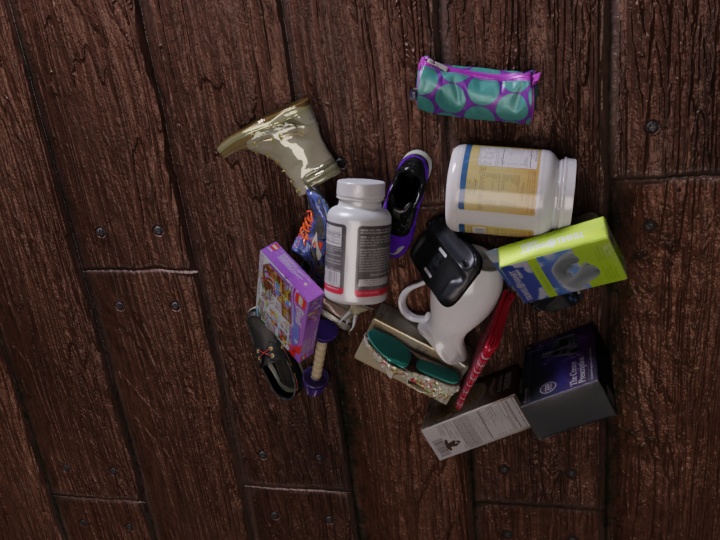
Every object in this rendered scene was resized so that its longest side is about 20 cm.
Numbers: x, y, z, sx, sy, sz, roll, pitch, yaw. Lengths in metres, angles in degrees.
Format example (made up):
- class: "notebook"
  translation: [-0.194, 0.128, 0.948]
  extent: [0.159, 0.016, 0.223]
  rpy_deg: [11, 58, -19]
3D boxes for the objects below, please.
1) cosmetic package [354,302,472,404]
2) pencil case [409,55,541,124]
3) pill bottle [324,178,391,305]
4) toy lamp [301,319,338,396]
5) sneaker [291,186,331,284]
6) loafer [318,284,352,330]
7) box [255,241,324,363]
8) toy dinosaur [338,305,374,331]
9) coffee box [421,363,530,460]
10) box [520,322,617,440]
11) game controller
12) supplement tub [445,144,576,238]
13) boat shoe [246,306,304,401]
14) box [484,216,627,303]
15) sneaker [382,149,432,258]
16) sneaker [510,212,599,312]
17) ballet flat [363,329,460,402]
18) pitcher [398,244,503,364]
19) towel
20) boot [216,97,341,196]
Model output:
- class: "cosmetic package"
  translation: [0.101, 0.158, 1.474]
  extent: [0.199, 0.073, 0.104]
  rpy_deg: [26, 117, 4]
- class: "pencil case"
  translation: [0.184, -0.291, 1.242]
  extent: [0.198, 0.086, 0.093]
  rpy_deg: [9, 145, 10]
- class: "pill bottle"
  translation: [-0.004, -0.051, 1.306]
  extent: [0.110, 0.111, 0.202]
  rpy_deg: [6, 103, 12]
- class: "toy lamp"
  translation: [-0.083, 0.178, 1.517]
  extent: [0.058, 0.058, 0.201]
  rpy_deg: [18, 135, 7]
- class: "sneaker"
  translation: [-0.084, -0.055, 1.384]
  extent: [0.078, 0.075, 0.202]
  rpy_deg: [-9, 120, -12]
- class: "loafer"
  translation: [-0.085, 0.033, 1.479]
  extent: [0.199, 0.072, 0.063]
  rpy_deg: [37, 101, -10]
- class: "box"
  translation: [-0.132, 0.061, 1.401]
  extent: [0.137, 0.039, 0.201]
  rpy_deg: [45, 148, 22]
- class: "toy dinosaur"
  translation: [0.000, 0.000, 1.413]
  extent: [0.076, 0.102, 0.202]
  rpy_deg: [0, 114, 15]
- class: "coffee box"
  translation: [0.225, 0.269, 1.467]
  extent: [0.199, 0.114, 0.080]
  rpy_deg: [-27, 104, 23]
- class: "box"
  translation: [0.359, 0.189, 1.344]
  extent: [0.140, 0.200, 0.079]
  rpy_deg: [-28, 105, 23]
- class: "game controller"
  translation: [0.142, -0.020, 1.315]
  extent: [0.042, 0.200, 0.105]
  rpy_deg: [19, 111, -24]
- class: "supplement tub"
  translation: [0.246, -0.128, 1.265]
  extent: [0.198, 0.145, 0.146]
  rpy_deg: [6, 115, 12]
- class: "boat shoe"
  translation: [-0.174, 0.168, 1.560]
  extent: [0.073, 0.063, 0.203]
  rpy_deg: [-18, 106, 24]
- class: "box"
  translation: [0.315, -0.011, 1.251]
  extent: [0.199, 0.048, 0.122]
  rpy_deg: [-16, 140, 26]
- class: "sneaker"
  translation: [0.067, -0.105, 1.347]
  extent: [0.069, 0.100, 0.202]
  rpy_deg: [16, 115, 5]
- class: "sneaker"
  translation: [0.363, -0.006, 1.336]
  extent: [0.112, 0.073, 0.200]
  rpy_deg: [40, 124, -10]
- class: "ballet flat"
  translation: [0.086, 0.181, 1.408]
  extent: [0.199, 0.076, 0.064]
  rpy_deg: [29, 125, 5]
- class: "pitcher"
  translation: [0.158, 0.043, 1.391]
  extent: [0.171, 0.121, 0.201]
  rpy_deg: [35, 126, 20]
- class: "towel"
  translation: [0.218, 0.141, 1.360]
  extent: [0.022, 0.145, 0.201]
  rpy_deg: [23, 140, 7]
- class: "boot"
  translation: [-0.146, -0.200, 1.383]
  extent: [0.199, 0.072, 0.155]
  rpy_deg: [-20, 109, 22]
